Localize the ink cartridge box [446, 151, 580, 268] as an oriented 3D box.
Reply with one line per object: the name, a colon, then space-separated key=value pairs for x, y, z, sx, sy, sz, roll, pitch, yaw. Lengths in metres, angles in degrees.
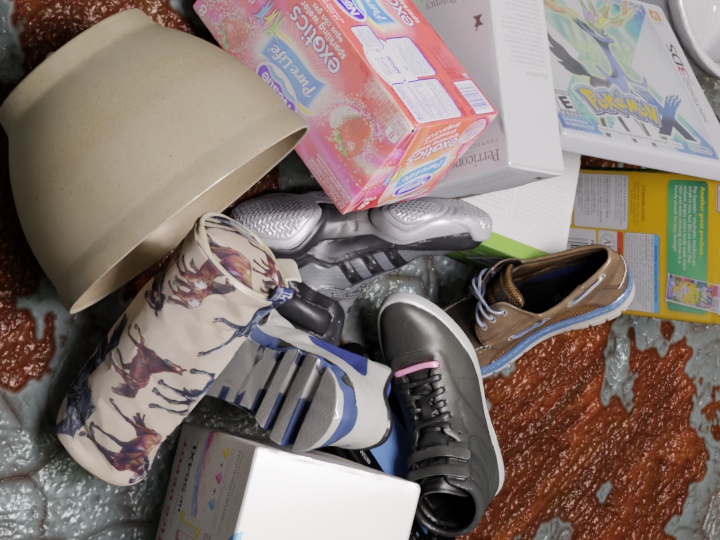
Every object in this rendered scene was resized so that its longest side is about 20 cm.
ink cartridge box: x=0.111 y=-0.110 z=1.330 sx=0.148 sy=0.076 sz=0.201 roll=19 pitch=78 yaw=-39

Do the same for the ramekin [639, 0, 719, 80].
ramekin: x=0.317 y=-0.271 z=1.467 sx=0.200 sy=0.098 sz=0.201 roll=-6 pitch=99 yaw=-39

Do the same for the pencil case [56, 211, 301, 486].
pencil case: x=-0.127 y=0.058 z=1.089 sx=0.089 sy=0.078 sz=0.200 roll=27 pitch=114 yaw=-30

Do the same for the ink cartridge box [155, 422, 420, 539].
ink cartridge box: x=-0.065 y=0.189 z=1.146 sx=0.125 sy=0.200 sz=0.129 roll=16 pitch=84 yaw=-22

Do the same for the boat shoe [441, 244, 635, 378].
boat shoe: x=0.120 y=0.026 z=1.295 sx=0.200 sy=0.072 sz=0.072 roll=-25 pitch=144 yaw=5

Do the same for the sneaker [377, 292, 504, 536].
sneaker: x=0.059 y=0.118 z=1.253 sx=0.099 sy=0.071 sz=0.200 roll=-62 pitch=134 yaw=-62

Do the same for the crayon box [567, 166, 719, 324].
crayon box: x=0.264 y=-0.023 z=1.381 sx=0.051 sy=0.200 sz=0.126 roll=-7 pitch=99 yaw=-40

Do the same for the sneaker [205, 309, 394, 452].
sneaker: x=-0.045 y=0.080 z=1.146 sx=0.115 sy=0.199 sz=0.081 roll=23 pitch=98 yaw=-45

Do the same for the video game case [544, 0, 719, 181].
video game case: x=0.199 y=-0.158 z=1.277 sx=0.200 sy=0.022 sz=0.183 roll=7 pitch=51 yaw=-36

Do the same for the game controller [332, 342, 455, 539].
game controller: x=0.026 y=0.154 z=1.285 sx=0.200 sy=0.042 sz=0.104 roll=57 pitch=20 yaw=-28

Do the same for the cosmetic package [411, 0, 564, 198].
cosmetic package: x=0.081 y=-0.160 z=1.183 sx=0.074 sy=0.101 sz=0.201 roll=3 pitch=78 yaw=-48

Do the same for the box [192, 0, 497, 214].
box: x=-0.013 y=-0.149 z=1.131 sx=0.102 sy=0.095 sz=0.200 roll=-15 pitch=64 yaw=-50

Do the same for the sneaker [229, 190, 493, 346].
sneaker: x=0.000 y=0.000 z=1.220 sx=0.199 sy=0.076 sz=0.114 roll=-1 pitch=109 yaw=-7

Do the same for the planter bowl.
planter bowl: x=-0.151 y=-0.085 z=1.055 sx=0.200 sy=0.200 sz=0.135 roll=-37 pitch=90 yaw=-31
